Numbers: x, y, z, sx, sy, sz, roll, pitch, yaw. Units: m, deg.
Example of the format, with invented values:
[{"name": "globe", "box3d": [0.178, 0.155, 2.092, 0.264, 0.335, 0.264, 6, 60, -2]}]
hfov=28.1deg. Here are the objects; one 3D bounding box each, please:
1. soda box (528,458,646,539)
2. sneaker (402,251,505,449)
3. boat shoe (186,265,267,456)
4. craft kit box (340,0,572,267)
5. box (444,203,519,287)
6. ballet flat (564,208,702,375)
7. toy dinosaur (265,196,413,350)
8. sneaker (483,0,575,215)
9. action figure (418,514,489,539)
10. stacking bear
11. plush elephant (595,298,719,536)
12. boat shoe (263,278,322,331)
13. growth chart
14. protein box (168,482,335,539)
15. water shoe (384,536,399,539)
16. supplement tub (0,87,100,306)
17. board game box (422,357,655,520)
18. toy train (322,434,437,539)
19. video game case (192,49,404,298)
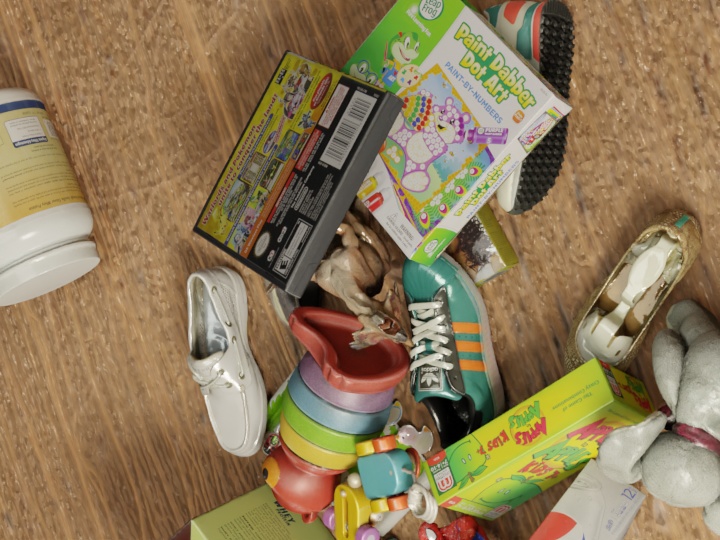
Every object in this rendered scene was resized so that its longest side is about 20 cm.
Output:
[{"name": "soda box", "box3d": [0.179, 0.266, 1.298, 0.063, 0.200, 0.069, 33, 141, 18]}, {"name": "sneaker", "box3d": [0.080, 0.077, 1.353, 0.071, 0.080, 0.201, -5, 115, 37]}, {"name": "boat shoe", "box3d": [-0.149, 0.096, 1.489, 0.070, 0.069, 0.202, -14, 85, 29]}, {"name": "craft kit box", "box3d": [0.063, -0.143, 1.324, 0.198, 0.048, 0.200, -48, 59, 13]}, {"name": "box", "box3d": [0.072, -0.076, 1.393, 0.075, 0.050, 0.201, -32, 82, 23]}, {"name": "ballet flat", "box3d": [0.241, 0.031, 1.321, 0.070, 0.065, 0.201, 32, 107, 17]}, {"name": "toy dinosaur", "box3d": [0.000, 0.000, 1.362, 0.135, 0.201, 0.086, 35, 127, -12]}, {"name": "sneaker", "box3d": [0.142, -0.156, 1.355, 0.093, 0.070, 0.202, 14, 103, 40]}, {"name": "action figure", "box3d": [0.140, 0.295, 1.354, 0.199, 0.099, 0.066, 20, 135, 12]}, {"name": "stacking bear", "box3d": [-0.036, 0.153, 1.415, 0.122, 0.113, 0.201, 50, 127, 44]}, {"name": "plush elephant", "box3d": [0.297, 0.139, 1.238, 0.164, 0.200, 0.155, 36, 103, 8]}, {"name": "boat shoe", "box3d": [-0.056, -0.036, 1.440, 0.073, 0.074, 0.202, -5, 94, 24]}, {"name": "growth chart", "box3d": [-0.015, 0.179, 1.475, 0.200, 0.018, 0.145, 38, 108, 15]}, {"name": "protein box", "box3d": [-0.102, 0.339, 1.428, 0.135, 0.200, 0.199, -44, 78, 21]}, {"name": "water shoe", "box3d": [0.094, 0.315, 1.411, 0.199, 0.071, 0.080, 9, 95, 21]}, {"name": "supplement tub", "box3d": [-0.373, -0.077, 1.536, 0.144, 0.144, 0.201, -27, 84, 23]}, {"name": "board game box", "box3d": [0.168, 0.161, 1.342, 0.199, 0.101, 0.048, -34, 56, 23]}, {"name": "toy train", "box3d": [0.033, 0.247, 1.369, 0.150, 0.055, 0.201, 49, 135, 36]}, {"name": "video game case", "box3d": [-0.062, -0.095, 1.338, 0.180, 0.025, 0.201, 30, 93, 50]}]
